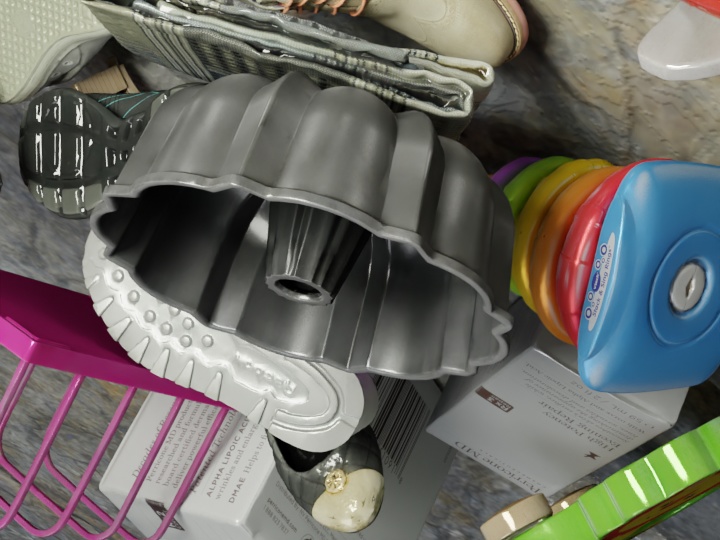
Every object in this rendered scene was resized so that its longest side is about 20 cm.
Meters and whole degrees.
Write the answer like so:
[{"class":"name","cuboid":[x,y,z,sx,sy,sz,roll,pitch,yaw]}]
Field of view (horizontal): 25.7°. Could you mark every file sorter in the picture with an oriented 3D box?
[{"class":"file sorter","cuboid":[-0.198,0.084,0.963,0.138,0.126,0.199,30,-175,34]}]

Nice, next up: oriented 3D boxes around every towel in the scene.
[{"class":"towel","cuboid":[-0.033,-0.105,0.778,0.191,0.035,0.200,18,180,0]}]

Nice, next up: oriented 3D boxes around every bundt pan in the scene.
[{"class":"bundt pan","cuboid":[-0.018,-0.024,0.726,0.200,0.076,0.202,15,159,6]}]

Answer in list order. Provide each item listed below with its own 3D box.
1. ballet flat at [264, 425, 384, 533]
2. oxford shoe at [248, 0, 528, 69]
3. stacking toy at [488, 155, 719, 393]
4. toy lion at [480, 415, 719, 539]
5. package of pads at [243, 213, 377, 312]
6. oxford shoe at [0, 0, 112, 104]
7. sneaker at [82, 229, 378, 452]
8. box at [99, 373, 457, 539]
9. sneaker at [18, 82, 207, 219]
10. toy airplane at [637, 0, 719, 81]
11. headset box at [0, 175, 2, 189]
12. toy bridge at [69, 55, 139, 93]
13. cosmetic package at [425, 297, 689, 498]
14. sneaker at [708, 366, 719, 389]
[{"class":"ballet flat","cuboid":[-0.041,0.080,0.987,0.057,0.066,0.201,51,-172,-52]},{"class":"oxford shoe","cuboid":[-0.016,-0.141,0.748,0.199,0.074,0.071,28,152,-2]},{"class":"stacking toy","cuboid":[0.101,-0.022,0.835,0.109,0.117,0.199,1,-163,-38]},{"class":"toy lion","cuboid":[0.184,0.139,0.988,0.069,0.191,0.200,61,-162,16]},{"class":"package of pads","cuboid":[0.000,0.000,0.913,0.120,0.076,0.200,33,177,3]},{"class":"oxford shoe","cuboid":[-0.156,-0.157,0.887,0.199,0.058,0.076,-32,86,46]},{"class":"sneaker","cuboid":[-0.077,0.034,0.934,0.199,0.077,0.080,38,-166,7]},{"class":"box","cuboid":[-0.048,0.132,1.127,0.130,0.201,0.199,7,147,35]},{"class":"sneaker","cuboid":[-0.119,-0.067,0.906,0.199,0.076,0.079,4,-175,40]},{"class":"toy airplane","cuboid":[0.194,-0.069,0.595,0.199,0.142,0.199,33,154,-11]},{"class":"headset box","cuboid":[-0.303,-0.119,0.913,0.147,0.202,0.077,-12,166,-22]},{"class":"toy bridge","cuboid":[-0.111,-0.041,0.980,0.202,0.067,0.027,64,157,-3]},{"class":"cosmetic package","cuboid":[0.124,0.073,0.999,0.101,0.074,0.200,30,153,-3]},{"class":"sneaker","cuboid":[0.253,0.057,0.860,0.199,0.060,0.104,35,153,0]}]
